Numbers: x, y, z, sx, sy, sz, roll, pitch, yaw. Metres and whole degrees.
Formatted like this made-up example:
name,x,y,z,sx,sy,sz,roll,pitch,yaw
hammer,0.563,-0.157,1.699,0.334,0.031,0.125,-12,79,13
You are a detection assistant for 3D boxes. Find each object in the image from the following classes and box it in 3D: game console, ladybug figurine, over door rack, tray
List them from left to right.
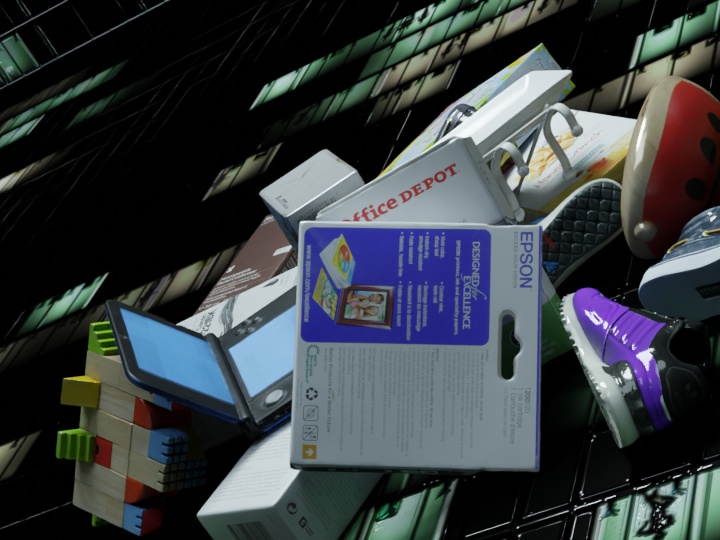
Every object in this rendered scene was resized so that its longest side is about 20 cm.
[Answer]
name,x,y,z,sx,sy,sz,roll,pitch,yaw
game console,-0.117,0.055,1.624,0.170,0.119,0.200,-34,25,-1
tray,0.108,-0.122,1.712,0.200,0.022,0.107,-38,13,-10
over door rack,0.120,-0.063,1.685,0.147,0.067,0.200,-35,-6,-22
ladybug figurine,0.276,-0.088,1.585,0.072,0.136,0.200,5,43,21

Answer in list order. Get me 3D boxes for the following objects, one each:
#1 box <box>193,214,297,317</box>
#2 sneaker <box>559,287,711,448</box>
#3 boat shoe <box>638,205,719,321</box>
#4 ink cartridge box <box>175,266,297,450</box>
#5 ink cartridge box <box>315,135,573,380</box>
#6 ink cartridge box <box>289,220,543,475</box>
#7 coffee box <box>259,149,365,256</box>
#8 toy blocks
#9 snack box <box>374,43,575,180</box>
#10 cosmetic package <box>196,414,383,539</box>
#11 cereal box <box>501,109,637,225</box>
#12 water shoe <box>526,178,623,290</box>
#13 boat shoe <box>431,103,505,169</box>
name,x,y,z,sx,sy,sz,roll,pitch,yaw
box,-0.087,0.007,1.976,0.100,0.075,0.200,-19,23,34
sneaker,0.220,0.063,1.412,0.099,0.070,0.200,-24,25,5
boat shoe,0.311,-0.017,1.435,0.200,0.071,0.091,-12,33,49
ink cartridge box,-0.104,0.084,1.806,0.199,0.084,0.144,-26,22,20
ink cartridge box,0.074,0.005,1.533,0.146,0.201,0.084,-28,-1,12
ink cartridge box,0.046,0.062,1.454,0.199,0.199,0.043,1,-9,9
coffee box,0.000,0.000,1.675,0.080,0.200,0.114,-33,21,-5
toy blocks,-0.198,0.160,1.684,0.136,0.201,0.100,17,14,41
snack box,0.115,-0.139,1.948,0.168,0.068,0.200,-31,12,47
cosmetic package,-0.038,0.161,1.552,0.101,0.071,0.200,-13,29,44
cereal box,0.207,-0.098,1.819,0.144,0.040,0.200,-41,22,-13
water shoe,0.164,-0.008,1.673,0.199,0.072,0.079,-32,-7,6
boat shoe,0.075,-0.075,1.820,0.073,0.063,0.200,-5,-48,-54
